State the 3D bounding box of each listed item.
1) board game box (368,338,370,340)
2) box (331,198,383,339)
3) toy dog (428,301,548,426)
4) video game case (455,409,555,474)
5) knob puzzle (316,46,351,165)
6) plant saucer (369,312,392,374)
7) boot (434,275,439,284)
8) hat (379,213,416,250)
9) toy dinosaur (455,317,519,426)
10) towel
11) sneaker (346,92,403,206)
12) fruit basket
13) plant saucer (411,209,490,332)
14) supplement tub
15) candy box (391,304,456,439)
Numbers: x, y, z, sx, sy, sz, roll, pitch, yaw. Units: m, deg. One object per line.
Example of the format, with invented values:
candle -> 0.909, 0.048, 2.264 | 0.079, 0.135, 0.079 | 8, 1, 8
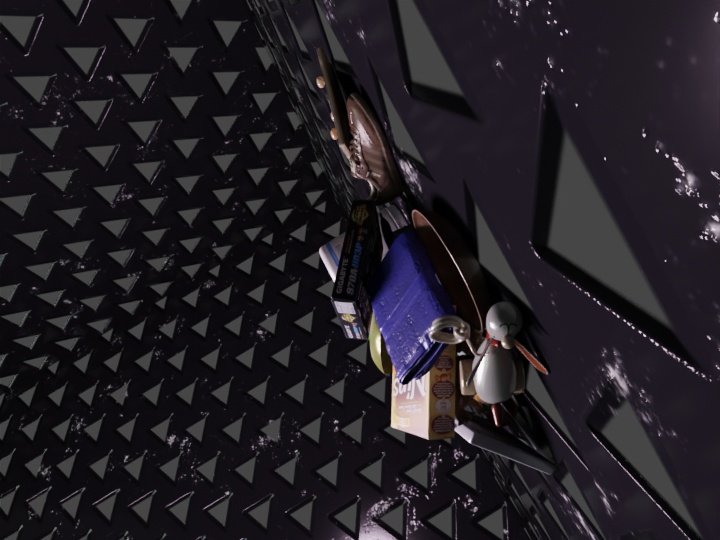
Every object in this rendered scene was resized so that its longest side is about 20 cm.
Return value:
board game box -> 0.069, 0.051, 1.230 | 0.040, 0.202, 0.154 | 28, -163, -32
box -> 0.000, 0.000, 0.940 | 0.160, 0.045, 0.204 | 74, -156, -60
toy dog -> 0.177, 0.133, 0.680 | 0.200, 0.129, 0.098 | 49, -150, -47
video game case -> 0.226, 0.296, 0.952 | 0.197, 0.023, 0.182 | 27, 179, -23
knob puzzle -> -0.044, -0.291, 0.983 | 0.220, 0.030, 0.225 | -16, -89, -82
plant saucer -> 0.053, 0.107, 1.059 | 0.200, 0.030, 0.206 | 4, -90, -73
boot -> 0.123, 0.090, 1.105 | 0.131, 0.067, 0.203 | -48, 58, 43
hat -> 0.101, -0.025, 0.981 | 0.201, 0.079, 0.205 | 159, 91, -89
toy dinosaur -> 0.171, 0.167, 0.851 | 0.085, 0.199, 0.138 | -9, -113, -48
towel -> 0.079, 0.053, 0.806 | 0.049, 0.149, 0.202 | 12, -142, -30
sneaker -> 0.011, -0.198, 0.893 | 0.202, 0.074, 0.071 | 62, 178, -31
fruit basket -> 0.232, 0.235, 0.962 | 0.202, 0.093, 0.185 | 58, 179, 8
plant saucer -> 0.138, -0.007, 0.763 | 0.203, 0.036, 0.200 | 61, 179, 3
supplement tub -> 0.019, -0.041, 1.158 | 0.134, 0.197, 0.132 | 60, 178, 3
candy box -> 0.101, 0.159, 0.845 | 0.115, 0.054, 0.206 | -12, 74, 63
